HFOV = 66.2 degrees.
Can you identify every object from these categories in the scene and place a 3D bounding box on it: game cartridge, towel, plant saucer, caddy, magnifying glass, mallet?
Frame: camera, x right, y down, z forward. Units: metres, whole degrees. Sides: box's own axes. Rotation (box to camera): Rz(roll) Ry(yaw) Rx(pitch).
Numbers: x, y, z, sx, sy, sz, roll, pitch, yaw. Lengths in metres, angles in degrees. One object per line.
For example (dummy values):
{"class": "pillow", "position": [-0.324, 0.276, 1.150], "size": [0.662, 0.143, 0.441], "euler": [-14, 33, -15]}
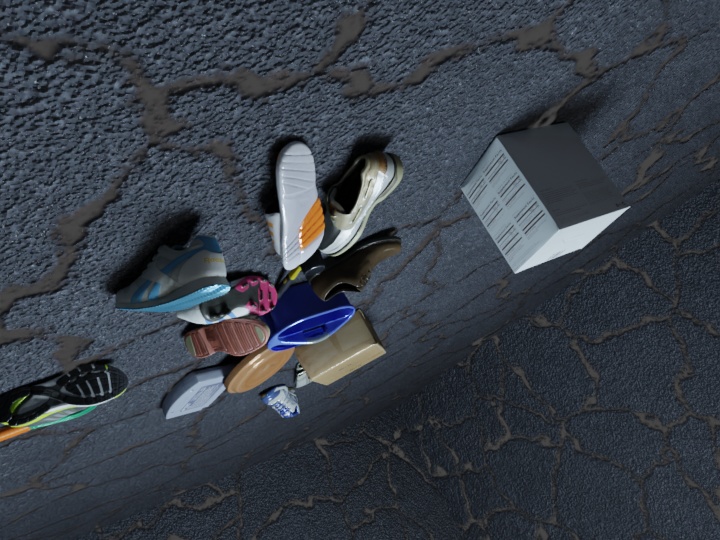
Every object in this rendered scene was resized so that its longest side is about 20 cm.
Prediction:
{"class": "game cartridge", "position": [-0.385, 0.285, 1.303], "size": [0.133, 0.041, 0.200], "euler": [-10, 152, -49]}
{"class": "towel", "position": [-0.110, 0.289, 1.676], "size": [0.191, 0.035, 0.200], "euler": [-22, 158, -18]}
{"class": "plant saucer", "position": [-0.230, 0.225, 1.310], "size": [0.200, 0.032, 0.201], "euler": [-38, 165, -12]}
{"class": "caddy", "position": [-0.106, 0.099, 1.125], "size": [0.199, 0.106, 0.142], "euler": [-15, 155, -32]}
{"class": "magnifying glass", "position": [-0.597, 0.278, 1.034], "size": [0.199, 0.023, 0.080], "euler": [-21, 159, -25]}
{"class": "mallet", "position": [-0.122, -0.003, 0.978], "size": [0.041, 0.066, 0.200], "euler": [-13, 170, -32]}

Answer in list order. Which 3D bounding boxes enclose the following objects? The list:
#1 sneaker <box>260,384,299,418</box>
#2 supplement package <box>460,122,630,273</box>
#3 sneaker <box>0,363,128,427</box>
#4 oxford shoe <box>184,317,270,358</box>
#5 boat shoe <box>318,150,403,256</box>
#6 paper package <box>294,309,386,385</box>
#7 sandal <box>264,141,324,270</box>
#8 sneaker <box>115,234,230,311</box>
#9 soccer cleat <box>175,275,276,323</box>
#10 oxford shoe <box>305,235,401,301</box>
{"class": "sneaker", "position": [-0.239, 0.412, 1.721], "size": [0.075, 0.089, 0.200], "euler": [-30, 158, 10]}
{"class": "supplement package", "position": [0.330, -0.135, 1.010], "size": [0.190, 0.201, 0.147], "euler": [-16, 157, -28]}
{"class": "sneaker", "position": [-0.504, 0.216, 0.951], "size": [0.198, 0.074, 0.081], "euler": [-12, 162, -21]}
{"class": "oxford shoe", "position": [-0.231, 0.109, 0.998], "size": [0.199, 0.071, 0.074], "euler": [-8, -165, 33]}
{"class": "boat shoe", "position": [-0.021, -0.101, 0.828], "size": [0.068, 0.075, 0.200], "euler": [1, 138, -43]}
{"class": "paper package", "position": [-0.050, 0.210, 1.470], "size": [0.199, 0.104, 0.191], "euler": [-30, 161, 1]}
{"class": "sandal", "position": [-0.097, -0.094, 0.765], "size": [0.079, 0.059, 0.208], "euler": [-35, 145, -33]}
{"class": "sneaker", "position": [-0.263, 0.011, 0.766], "size": [0.199, 0.082, 0.076], "euler": [-16, 168, 27]}
{"class": "soccer cleat", "position": [-0.223, 0.047, 0.930], "size": [0.086, 0.071, 0.200], "euler": [-4, -179, 28]}
{"class": "oxford shoe", "position": [0.000, 0.000, 1.066], "size": [0.199, 0.085, 0.073], "euler": [-28, 158, -7]}
